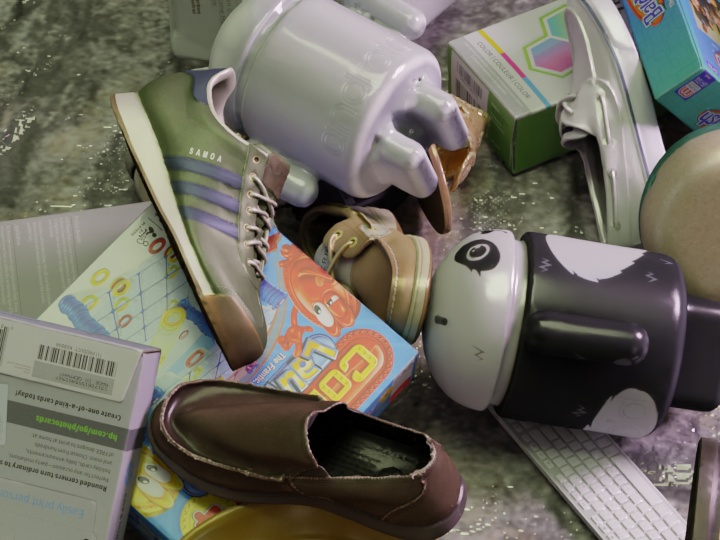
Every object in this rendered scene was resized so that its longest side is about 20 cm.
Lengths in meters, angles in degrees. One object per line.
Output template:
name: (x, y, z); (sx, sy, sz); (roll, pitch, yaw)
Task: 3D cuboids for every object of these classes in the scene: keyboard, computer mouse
keyboard: (0.144, 0.122, 1.420); (0.056, 0.011, 0.200); (-24, 50, -20)
computer mouse: (-0.055, -0.036, 1.571); (0.199, 0.034, 0.059); (-17, 39, -5)

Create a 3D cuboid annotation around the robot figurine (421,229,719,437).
robot figurine: (0.139, 0.039, 1.409); (0.199, 0.151, 0.125); (9, 54, -5)

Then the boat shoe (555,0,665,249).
boat shoe: (0.173, -0.107, 1.551); (0.065, 0.074, 0.201); (-15, 77, -8)

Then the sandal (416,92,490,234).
sandal: (0.060, -0.112, 1.607); (0.069, 0.078, 0.212); (-12, 41, -12)

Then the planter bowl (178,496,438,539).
planter bowl: (-0.031, 0.233, 1.268); (0.199, 0.084, 0.201); (-1, 46, 1)

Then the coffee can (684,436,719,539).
coffee can: (0.288, 0.183, 1.263); (0.199, 0.147, 0.147); (7, 46, 8)

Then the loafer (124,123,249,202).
loafer: (-0.072, -0.087, 1.599); (0.199, 0.072, 0.063); (-18, 64, -8)

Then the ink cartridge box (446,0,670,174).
ink cartridge box: (0.176, -0.157, 1.655); (0.199, 0.060, 0.104); (-21, 49, -18)

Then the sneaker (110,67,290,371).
sneaker: (-0.082, -0.043, 1.353); (0.089, 0.067, 0.201); (-24, 69, -6)

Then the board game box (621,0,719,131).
board game box: (0.250, -0.176, 1.602); (0.045, 0.152, 0.201); (-33, 47, 25)

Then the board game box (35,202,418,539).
board game box: (-0.100, 0.066, 1.378); (0.196, 0.056, 0.200); (40, 72, 11)

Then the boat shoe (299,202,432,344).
boat shoe: (0.000, 0.000, 1.455); (0.066, 0.074, 0.200); (10, 9, -14)

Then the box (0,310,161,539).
box: (-0.216, 0.129, 1.316); (0.155, 0.041, 0.201); (12, 91, 13)

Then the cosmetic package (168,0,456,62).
cosmetic package: (-0.034, -0.261, 1.642); (0.165, 0.168, 0.200); (9, 28, 24)

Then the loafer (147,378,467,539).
loafer: (-0.032, 0.098, 1.286); (0.199, 0.071, 0.073); (11, 53, 12)

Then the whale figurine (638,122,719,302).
whale figurine: (0.286, -0.025, 1.481); (0.199, 0.160, 0.104); (22, 20, -8)

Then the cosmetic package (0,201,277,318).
cosmetic package: (-0.150, 0.016, 1.482); (0.199, 0.090, 0.107); (-5, 47, -7)

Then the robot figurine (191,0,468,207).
robot figurine: (-0.023, -0.126, 1.501); (0.199, 0.113, 0.170); (29, 75, 21)
